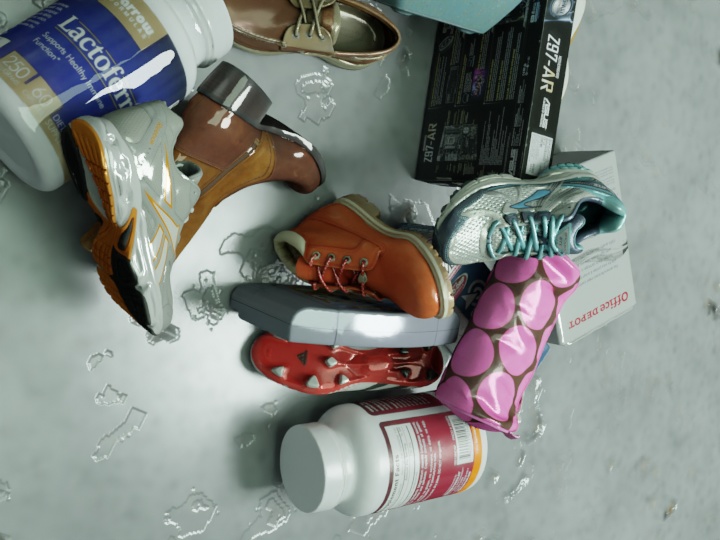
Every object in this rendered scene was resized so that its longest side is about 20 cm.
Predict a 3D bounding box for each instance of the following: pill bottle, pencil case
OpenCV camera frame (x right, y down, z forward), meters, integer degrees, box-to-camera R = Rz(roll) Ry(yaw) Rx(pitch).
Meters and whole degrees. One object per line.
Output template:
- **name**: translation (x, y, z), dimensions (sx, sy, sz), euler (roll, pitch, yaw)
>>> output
- **pill bottle**: translation (-0.204, -0.163, 0.696), dimensions (0.200, 0.116, 0.116), euler (-43, 118, -25)
- **pill bottle**: translation (0.024, 0.187, 0.903), dimensions (0.200, 0.113, 0.113), euler (-2, 96, -35)
- **pencil case**: translation (0.152, 0.063, 0.877), dimensions (0.094, 0.091, 0.200), euler (26, 81, 1)

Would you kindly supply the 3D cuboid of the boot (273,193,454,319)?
- **boot**: translation (0.000, 0.000, 0.820), dimensions (0.107, 0.200, 0.075), euler (-22, 126, -27)

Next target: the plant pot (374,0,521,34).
- **plant pot**: translation (0.078, -0.343, 0.841), dimensions (0.196, 0.196, 0.200), euler (4, 112, -36)

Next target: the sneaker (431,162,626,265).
- **sneaker**: translation (0.159, -0.047, 0.810), dimensions (0.200, 0.086, 0.078), euler (-20, 129, -23)

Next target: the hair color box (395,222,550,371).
- **hair color box**: translation (0.112, 0.037, 0.958), dimensions (0.061, 0.100, 0.200), euler (-53, 122, -18)

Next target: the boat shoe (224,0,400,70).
- **boat shoe**: translation (-0.047, -0.237, 0.828), dimensions (0.200, 0.072, 0.076), euler (-1, 96, -36)

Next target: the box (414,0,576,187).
- **box**: translation (0.136, -0.187, 0.914), dimensions (0.044, 0.160, 0.200), euler (8, 90, -36)

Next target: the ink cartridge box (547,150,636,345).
- **ink cartridge box**: translation (0.244, -0.030, 1.057), dimensions (0.145, 0.084, 0.200), euler (-23, 108, -33)

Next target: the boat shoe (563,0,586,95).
- **boat shoe**: translation (0.200, -0.253, 1.013), dimensions (0.069, 0.071, 0.200), euler (27, 71, -34)

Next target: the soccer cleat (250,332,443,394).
- **soccer cleat**: translation (-0.014, 0.095, 0.895), dimensions (0.200, 0.085, 0.069), euler (2, 75, -15)

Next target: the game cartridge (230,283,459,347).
- **game cartridge**: translation (-0.008, 0.043, 0.851), dimensions (0.200, 0.133, 0.042), euler (4, 94, -37)

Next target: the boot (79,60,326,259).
- **boot**: translation (-0.129, -0.057, 0.786), dimensions (0.200, 0.068, 0.188), euler (-55, 156, -5)

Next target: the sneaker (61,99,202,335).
- **sneaker**: translation (-0.157, -0.038, 0.680), dimensions (0.092, 0.076, 0.200), euler (-32, 140, -33)
